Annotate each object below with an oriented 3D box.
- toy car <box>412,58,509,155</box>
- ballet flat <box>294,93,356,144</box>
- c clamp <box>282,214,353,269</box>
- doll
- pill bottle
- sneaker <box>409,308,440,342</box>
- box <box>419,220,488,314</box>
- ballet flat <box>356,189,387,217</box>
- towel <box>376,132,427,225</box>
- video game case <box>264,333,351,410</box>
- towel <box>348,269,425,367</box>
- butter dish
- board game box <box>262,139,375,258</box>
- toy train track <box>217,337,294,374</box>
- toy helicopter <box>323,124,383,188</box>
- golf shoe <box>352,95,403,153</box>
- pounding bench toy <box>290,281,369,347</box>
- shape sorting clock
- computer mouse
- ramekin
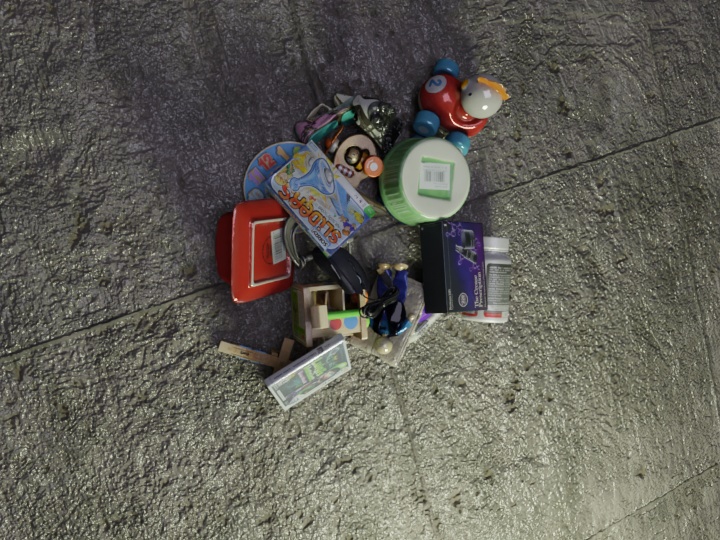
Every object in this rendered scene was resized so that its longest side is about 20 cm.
[{"bbox_3d":[0.243,-0.393,1.368,0.176,0.199,0.186,28,70,-19],"label":"toy car"},{"bbox_3d":[-0.059,-0.348,1.353,0.199,0.069,0.072,-32,77,-16],"label":"ballet flat"},{"bbox_3d":[-0.085,-0.062,1.316,0.199,0.027,0.173,-20,114,-43],"label":"c clamp"},{"bbox_3d":[0.059,0.086,1.366,0.048,0.135,0.203,21,72,-61],"label":"doll"},{"bbox_3d":[0.308,0.020,1.481,0.112,0.114,0.203,3,92,-20],"label":"pill bottle"},{"bbox_3d":[0.150,0.070,1.448,0.200,0.069,0.100,-46,103,-13],"label":"sneaker"},{"bbox_3d":[0.214,-0.006,1.387,0.140,0.078,0.203,-2,87,-36],"label":"box"},{"bbox_3d":[-0.009,-0.160,1.349,0.199,0.067,0.047,18,65,-47],"label":"ballet flat"},{"bbox_3d":[0.124,-0.216,1.432,0.111,0.048,0.202,32,82,-18],"label":"towel"},{"bbox_3d":[-0.105,0.221,1.299,0.181,0.201,0.023,-31,66,-11],"label":"video game case"},{"bbox_3d":[0.067,0.104,1.404,0.131,0.034,0.202,24,86,21],"label":"towel"},{"bbox_3d":[-0.237,-0.052,1.262,0.199,0.146,0.203,-15,111,-57],"label":"butter dish"},{"bbox_3d":[-0.083,-0.145,1.239,0.135,0.034,0.200,-44,94,-15],"label":"board game box"},{"bbox_3d":[-0.215,0.190,1.341,0.198,0.033,0.116,19,94,-15],"label":"toy train track"},{"bbox_3d":[-0.056,-0.231,1.353,0.199,0.079,0.133,-37,111,-2],"label":"toy helicopter"},{"bbox_3d":[0.037,-0.329,1.340,0.094,0.200,0.078,33,85,16],"label":"golf shoe"},{"bbox_3d":[-0.051,0.090,1.304,0.154,0.200,0.126,-4,95,-19],"label":"pounding bench toy"},{"bbox_3d":[-0.153,-0.176,1.314,0.197,0.039,0.203,-2,106,-6],"label":"shape sorting clock"},{"bbox_3d":[0.000,0.000,1.281,0.140,0.046,0.200,-24,66,-45],"label":"computer mouse"},{"bbox_3d":[0.149,-0.202,1.364,0.197,0.098,0.203,-1,93,-20],"label":"ramekin"}]
